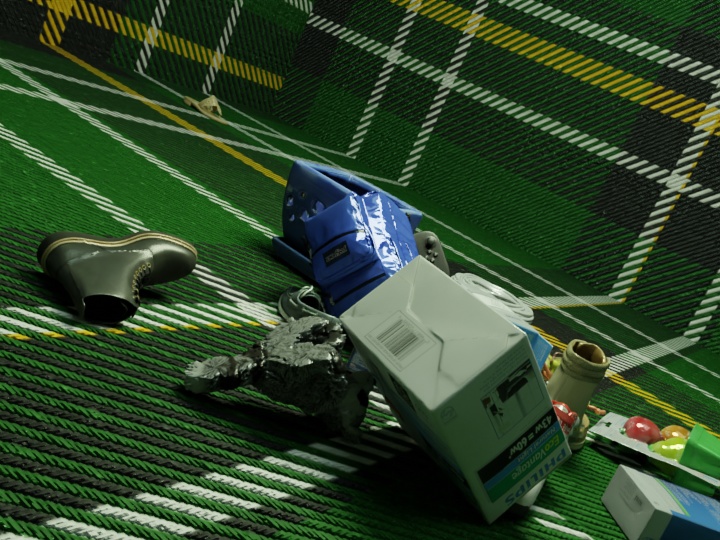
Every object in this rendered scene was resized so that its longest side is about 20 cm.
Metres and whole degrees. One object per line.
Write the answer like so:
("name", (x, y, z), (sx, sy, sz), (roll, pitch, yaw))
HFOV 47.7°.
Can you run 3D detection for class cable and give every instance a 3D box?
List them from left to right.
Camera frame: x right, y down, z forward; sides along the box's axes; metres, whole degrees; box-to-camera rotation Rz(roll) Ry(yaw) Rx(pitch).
("cable", (0.274, 0.074, 1.751), (0.198, 0.070, 0.200), (25, 12, -3))

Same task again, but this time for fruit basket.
("fruit basket", (0.473, 0.283, 1.292), (0.198, 0.095, 0.185), (14, 7, 26))

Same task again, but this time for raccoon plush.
("raccoon plush", (-0.081, 0.132, 0.892), (0.197, 0.135, 0.097), (-7, 31, 2))

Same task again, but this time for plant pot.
("plant pot", (-0.033, -0.072, 1.497), (0.199, 0.182, 0.199), (31, 14, 29))

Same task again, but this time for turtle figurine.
("turtle figurine", (0.310, 0.162, 1.333), (0.199, 0.065, 0.161), (36, -13, -33))

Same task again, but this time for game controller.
("game controller", (0.049, 0.005, 1.366), (0.042, 0.198, 0.105), (88, -16, -69))

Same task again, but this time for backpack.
("backpack", (0.000, 0.000, 1.239), (0.167, 0.162, 0.202), (24, 41, -51))

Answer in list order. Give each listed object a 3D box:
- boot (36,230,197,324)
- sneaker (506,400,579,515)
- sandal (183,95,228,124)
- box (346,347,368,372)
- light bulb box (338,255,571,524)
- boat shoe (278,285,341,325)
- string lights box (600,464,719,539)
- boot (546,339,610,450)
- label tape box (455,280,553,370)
("boot", (-0.267, 0.017, 0.974), (0.198, 0.078, 0.138), (-4, 33, -39))
("sneaker", (0.205, 0.211, 0.972), (0.067, 0.109, 0.201), (29, 14, 21))
("sandal", (-0.540, -0.589, 2.877), (0.211, 0.070, 0.077), (32, 14, 27))
("box", (0.084, 0.143, 1.121), (0.198, 0.065, 0.070), (27, 13, 4))
("light bulb box", (0.102, 0.126, 0.886), (0.198, 0.124, 0.201), (41, -17, 52))
("boat shoe", (-0.069, 0.058, 1.176), (0.072, 0.062, 0.200), (20, 14, -21))
("string lights box", (0.419, 0.324, 1.033), (0.198, 0.060, 0.103), (22, 13, -13))
("boot", (0.314, 0.180, 1.193), (0.072, 0.157, 0.199), (31, 13, 31))
("label tape box", (0.178, 0.121, 1.199), (0.065, 0.145, 0.200), (18, 14, -26))
